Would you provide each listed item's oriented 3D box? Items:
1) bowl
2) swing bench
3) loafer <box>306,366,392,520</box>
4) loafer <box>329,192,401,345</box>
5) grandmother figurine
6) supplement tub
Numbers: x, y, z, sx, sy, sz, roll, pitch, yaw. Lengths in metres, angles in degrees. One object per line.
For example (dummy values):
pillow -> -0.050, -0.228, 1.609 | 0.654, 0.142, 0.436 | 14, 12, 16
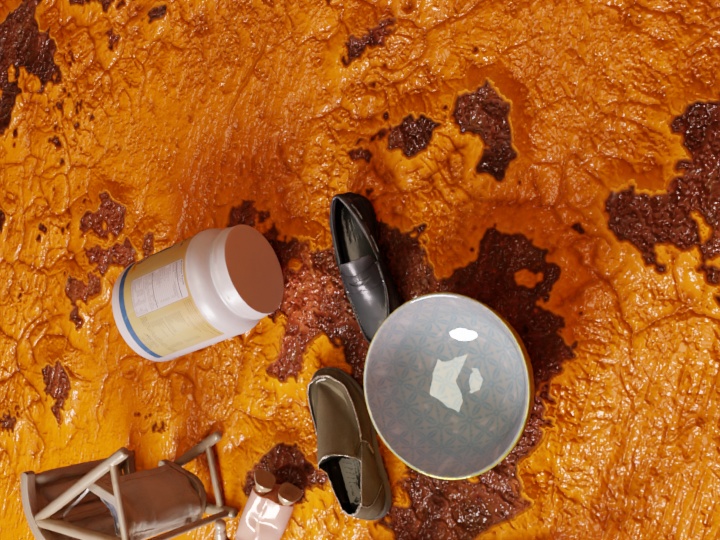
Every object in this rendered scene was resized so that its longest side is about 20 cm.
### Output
bowl -> 0.113, 0.127, 0.922 | 0.199, 0.107, 0.202 | -2, 87, 29
swing bench -> -0.312, 0.307, 1.099 | 0.199, 0.198, 0.131 | -18, 79, 28
loafer -> -0.019, 0.216, 1.013 | 0.075, 0.069, 0.201 | -29, 74, 25
loafer -> 0.000, 0.000, 1.012 | 0.068, 0.070, 0.202 | -19, 79, 27
grandmother figurine -> -0.143, 0.373, 1.085 | 0.121, 0.061, 0.201 | 29, 104, 14
supplement tub -> -0.218, 0.029, 1.091 | 0.199, 0.144, 0.146 | -21, 78, 26
